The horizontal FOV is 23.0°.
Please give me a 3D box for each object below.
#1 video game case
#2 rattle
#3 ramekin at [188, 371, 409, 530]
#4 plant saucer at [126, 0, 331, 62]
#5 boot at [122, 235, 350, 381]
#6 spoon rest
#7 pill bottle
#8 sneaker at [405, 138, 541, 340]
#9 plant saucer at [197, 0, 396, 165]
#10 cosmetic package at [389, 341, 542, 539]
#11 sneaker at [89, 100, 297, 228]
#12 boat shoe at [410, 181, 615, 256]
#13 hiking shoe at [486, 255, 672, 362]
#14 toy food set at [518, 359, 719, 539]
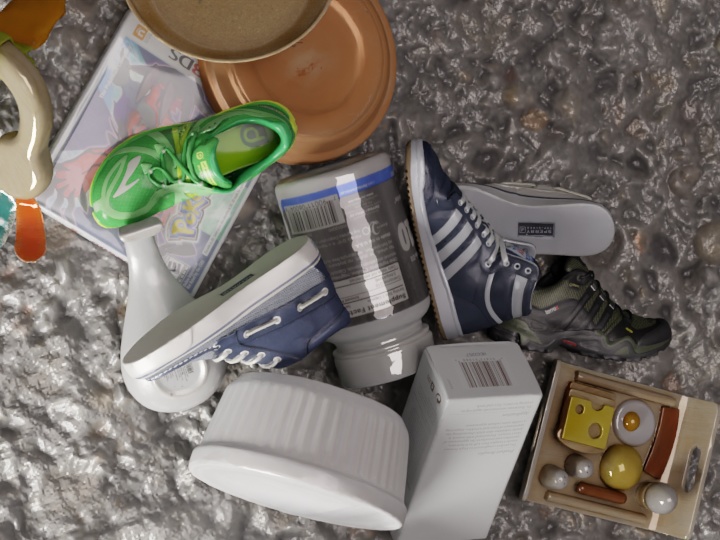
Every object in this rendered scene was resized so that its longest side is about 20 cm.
[{"bbox_3d":[-0.182,-0.106,1.613,0.181,0.023,0.201,32,80,-20],"label":"video game case"},{"bbox_3d":[-0.296,-0.127,1.556,0.129,0.143,0.201,-17,110,16],"label":"rattle"},{"bbox_3d":[-0.047,0.161,1.589,0.201,0.202,0.095,22,72,-21],"label":"ramekin"},{"bbox_3d":[-0.119,-0.270,1.594,0.198,0.035,0.202,1,69,-4],"label":"plant saucer"},{"bbox_3d":[-0.104,0.060,1.547,0.199,0.073,0.091,-33,108,-9],"label":"boot"},{"bbox_3d":[-0.178,0.039,1.591,0.098,0.061,0.202,-16,119,-10],"label":"spoon rest"},{"bbox_3d":[0.000,0.000,1.640,0.113,0.114,0.202,-19,99,-20],"label":"pill bottle"},{"bbox_3d":[0.107,-0.037,1.658,0.107,0.070,0.202,-11,112,8],"label":"sneaker"},{"bbox_3d":[-0.054,-0.200,1.643,0.198,0.032,0.203,3,82,-26],"label":"plant saucer"},{"bbox_3d":[0.089,0.163,1.648,0.101,0.074,0.201,-1,133,-22],"label":"cosmetic package"},{"bbox_3d":[-0.149,-0.098,1.560,0.199,0.084,0.075,-25,102,-4],"label":"sneaker"},{"bbox_3d":[0.147,-0.055,1.723,0.198,0.066,0.073,0,107,1],"label":"boat shoe"},{"bbox_3d":[0.224,0.034,1.752,0.198,0.076,0.102,6,93,-21],"label":"hiking shoe"},{"bbox_3d":[0.262,0.181,1.780,0.198,0.060,0.145,16,86,-22],"label":"toy food set"}]
